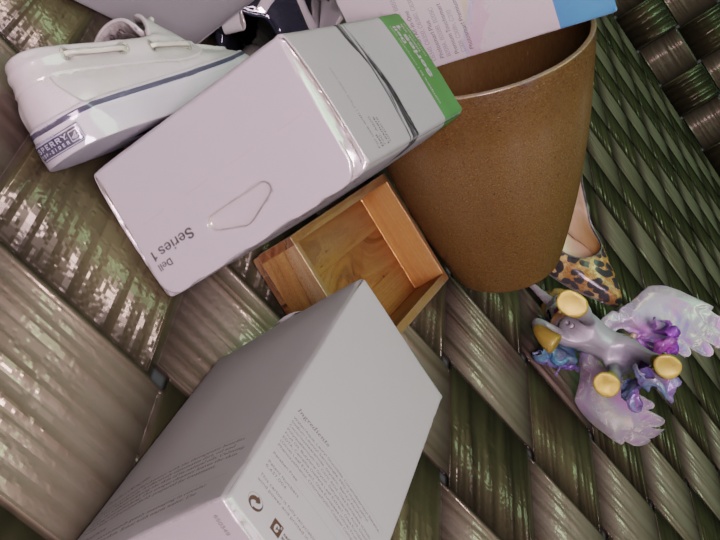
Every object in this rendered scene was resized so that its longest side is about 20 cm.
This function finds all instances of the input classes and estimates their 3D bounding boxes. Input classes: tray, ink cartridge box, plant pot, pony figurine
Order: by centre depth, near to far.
[{"bbox_3d":[-0.040,-0.076,0.625,0.085,0.146,0.200,57,24,-3],"label":"ink cartridge box"},{"bbox_3d":[0.054,-0.230,0.711,0.125,0.199,0.129,60,21,-45],"label":"ink cartridge box"},{"bbox_3d":[0.000,0.000,0.750,0.099,0.037,0.200,58,25,-4],"label":"tray"},{"bbox_3d":[0.100,-0.090,0.823,0.187,0.185,0.201,-82,161,-53],"label":"plant pot"},{"bbox_3d":[0.245,0.074,1.002,0.193,0.167,0.200,33,8,3],"label":"pony figurine"}]

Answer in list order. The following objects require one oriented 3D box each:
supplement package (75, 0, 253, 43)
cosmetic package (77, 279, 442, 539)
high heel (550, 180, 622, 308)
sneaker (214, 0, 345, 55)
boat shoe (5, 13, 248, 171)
[{"bbox_3d":[-0.147,-0.237,0.632,0.200,0.117,0.117,17,47,-55],"label":"supplement package"},{"bbox_3d":[-0.042,0.095,0.483,0.085,0.107,0.200,55,26,-10],"label":"cosmetic package"},{"bbox_3d":[0.226,-0.068,1.085,0.071,0.143,0.200,-20,61,-37],"label":"high heel"},{"bbox_3d":[-0.053,-0.165,0.788,0.199,0.079,0.130,53,34,-60],"label":"sneaker"},{"bbox_3d":[-0.126,-0.112,0.599,0.066,0.072,0.200,62,33,-7],"label":"boat shoe"}]
